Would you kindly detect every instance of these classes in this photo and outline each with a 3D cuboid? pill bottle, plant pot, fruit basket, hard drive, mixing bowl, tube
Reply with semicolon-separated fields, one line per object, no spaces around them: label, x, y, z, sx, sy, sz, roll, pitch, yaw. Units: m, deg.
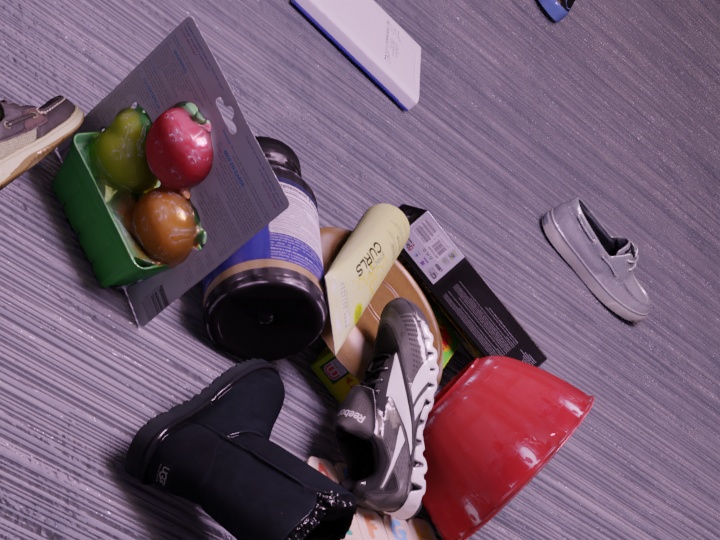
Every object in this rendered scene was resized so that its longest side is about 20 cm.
pill bottle;-0.091;-0.025;1.711;0.112;0.112;0.201;34;33;-34
plant pot;0.017;0.038;1.804;0.200;0.027;0.201;39;32;-29
fruit basket;-0.159;-0.081;1.568;0.093;0.199;0.186;-6;63;-58
hard drive;-0.003;-0.296;2.251;0.200;0.025;0.133;42;30;-25
mixing bowl;0.115;0.154;1.764;0.108;0.200;0.200;45;27;0
tube;0.000;0.000;1.737;0.058;0.052;0.200;44;29;-6

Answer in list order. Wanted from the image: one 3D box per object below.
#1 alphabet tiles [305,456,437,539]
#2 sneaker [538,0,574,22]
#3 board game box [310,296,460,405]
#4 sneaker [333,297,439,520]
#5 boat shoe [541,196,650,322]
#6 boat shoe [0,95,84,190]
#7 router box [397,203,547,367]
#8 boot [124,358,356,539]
alphabet tiles;0.016;0.260;1.673;0.199;0.015;0.197;19;44;-49
sneaker;0.318;-0.458;2.894;0.070;0.078;0.201;44;29;-20
board game box;0.028;0.082;1.853;0.102;0.047;0.200;52;27;-6
sneaker;0.019;0.122;1.687;0.090;0.066;0.202;9;82;-40
boat shoe;0.319;-0.015;2.406;0.201;0.071;0.070;44;29;-20
boat shoe;-0.292;-0.108;1.524;0.066;0.071;0.201;54;31;-11
router box;0.100;0.024;1.954;0.200;0.052;0.157;51;-3;-8
boot;-0.071;0.160;1.504;0.167;0.077;0.200;31;27;19
